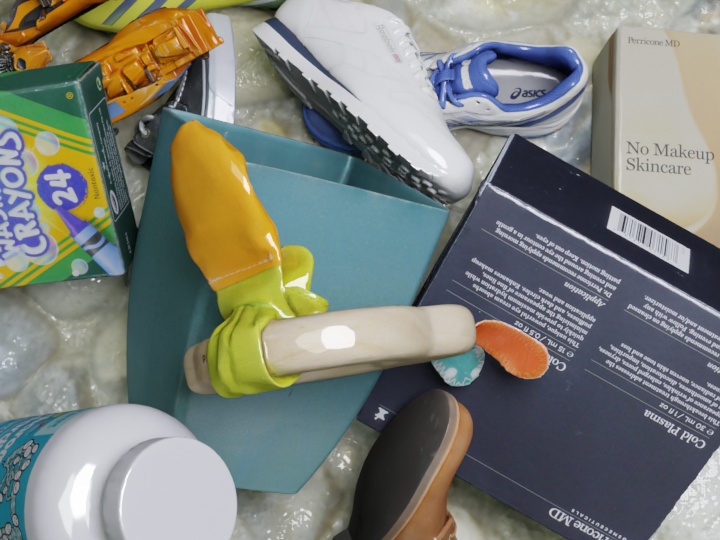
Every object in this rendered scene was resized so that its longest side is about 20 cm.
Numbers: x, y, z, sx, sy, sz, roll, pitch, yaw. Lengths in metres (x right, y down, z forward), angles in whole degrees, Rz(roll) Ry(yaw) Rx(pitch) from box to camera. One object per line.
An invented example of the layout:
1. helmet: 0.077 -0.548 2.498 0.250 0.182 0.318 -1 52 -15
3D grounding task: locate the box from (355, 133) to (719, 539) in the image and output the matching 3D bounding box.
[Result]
1. box: 0.129 0.050 0.815 0.200 0.104 0.182 30 117 2

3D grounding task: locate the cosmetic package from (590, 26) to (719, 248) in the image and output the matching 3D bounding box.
1. cosmetic package: 0.216 -0.060 0.910 0.105 0.071 0.201 3 77 -4

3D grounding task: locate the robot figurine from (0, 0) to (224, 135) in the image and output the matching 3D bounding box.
1. robot figurine: -0.195 -0.146 0.848 0.199 0.058 0.145 -23 99 26

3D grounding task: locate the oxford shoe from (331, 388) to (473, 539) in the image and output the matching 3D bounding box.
1. oxford shoe: 0.033 0.154 0.807 0.071 0.200 0.071 12 34 -16

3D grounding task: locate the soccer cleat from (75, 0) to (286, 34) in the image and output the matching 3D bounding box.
1. soccer cleat: -0.108 -0.210 0.907 0.199 0.084 0.065 -8 74 -8

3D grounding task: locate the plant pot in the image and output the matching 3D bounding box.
1. plant pot: -0.065 0.024 0.806 0.141 0.141 0.201 12 103 -29

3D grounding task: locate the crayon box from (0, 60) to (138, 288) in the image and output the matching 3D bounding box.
1. crayon box: -0.250 -0.052 0.823 0.199 0.052 0.126 -6 113 8

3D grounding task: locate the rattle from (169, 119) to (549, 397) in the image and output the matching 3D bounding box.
1. rattle: 0.000 0.000 0.711 0.199 0.130 0.143 -8 67 -24

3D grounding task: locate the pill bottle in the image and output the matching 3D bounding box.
1. pill bottle: -0.152 0.132 0.728 0.111 0.200 0.111 10 75 -39

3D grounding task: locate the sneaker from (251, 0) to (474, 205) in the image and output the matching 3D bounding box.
1. sneaker: 0.013 -0.122 0.846 0.080 0.076 0.200 -39 61 -8

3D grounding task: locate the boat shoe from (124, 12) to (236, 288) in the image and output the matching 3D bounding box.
1. boat shoe: -0.123 -0.080 0.883 0.071 0.072 0.201 6 79 -8

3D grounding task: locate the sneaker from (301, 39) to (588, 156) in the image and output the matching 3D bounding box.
1. sneaker: 0.058 -0.129 0.904 0.199 0.088 0.076 -8 80 -6
